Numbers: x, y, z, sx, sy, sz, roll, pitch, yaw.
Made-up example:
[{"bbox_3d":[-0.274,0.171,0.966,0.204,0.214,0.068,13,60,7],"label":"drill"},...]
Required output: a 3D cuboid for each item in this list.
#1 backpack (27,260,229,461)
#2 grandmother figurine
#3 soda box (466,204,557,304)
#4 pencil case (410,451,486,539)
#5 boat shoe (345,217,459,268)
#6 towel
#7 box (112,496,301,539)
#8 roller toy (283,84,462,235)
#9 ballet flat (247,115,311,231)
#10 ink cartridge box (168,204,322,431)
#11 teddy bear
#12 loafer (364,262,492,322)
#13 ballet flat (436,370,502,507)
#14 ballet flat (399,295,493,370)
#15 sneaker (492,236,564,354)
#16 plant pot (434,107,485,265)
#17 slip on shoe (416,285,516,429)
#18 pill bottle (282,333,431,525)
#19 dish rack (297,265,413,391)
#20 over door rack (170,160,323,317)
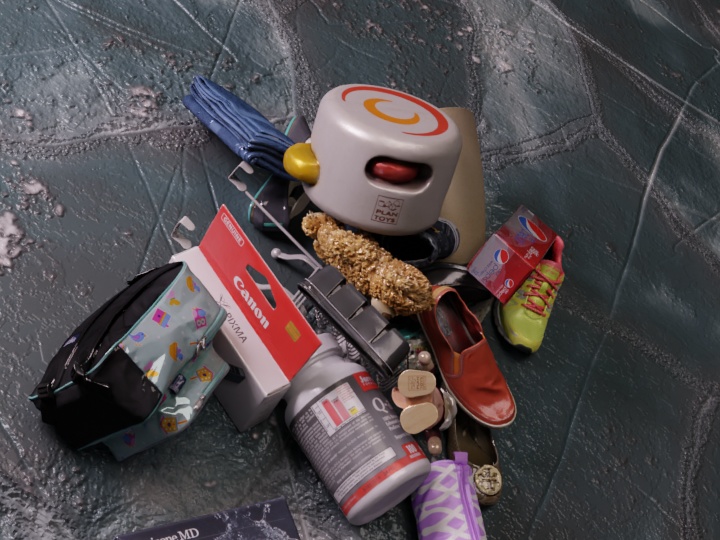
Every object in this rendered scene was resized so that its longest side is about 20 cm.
[{"bbox_3d":[-0.230,0.094,1.326,0.153,0.175,0.201,42,46,-18],"label":"backpack"},{"bbox_3d":[0.079,0.159,1.472,0.060,0.200,0.123,3,78,10],"label":"grandmother figurine"},{"bbox_3d":[0.201,-0.024,1.616,0.070,0.064,0.200,41,22,4],"label":"soda box"},{"bbox_3d":[0.113,0.320,1.428,0.083,0.086,0.202,5,54,-31],"label":"pencil case"},{"bbox_3d":[0.023,-0.048,1.589,0.198,0.072,0.091,7,13,24],"label":"boat shoe"},{"bbox_3d":[-0.147,-0.184,1.602,0.111,0.049,0.200,22,14,-42],"label":"towel"},{"bbox_3d":[-0.142,0.354,1.222,0.195,0.118,0.202,-6,59,-35],"label":"box"},{"bbox_3d":[0.023,-0.131,1.515,0.181,0.141,0.199,31,30,25],"label":"roller toy"},{"bbox_3d":[-0.086,-0.126,1.650,0.073,0.073,0.201,29,51,-9],"label":"ballet flat"},{"bbox_3d":[-0.146,0.056,1.401,0.044,0.177,0.201,-24,71,-39],"label":"ink cartridge box"},{"bbox_3d":[0.000,0.000,1.505,0.067,0.145,0.200,-42,70,-18],"label":"teddy bear"},{"bbox_3d":[0.076,0.036,1.601,0.197,0.073,0.073,-2,59,4],"label":"loafer"},{"bbox_3d":[0.141,0.199,1.562,0.067,0.046,0.202,7,54,-26],"label":"ballet flat"},{"bbox_3d":[0.109,0.083,1.629,0.199,0.075,0.065,-28,104,-38],"label":"ballet flat"},{"bbox_3d":[0.243,0.025,1.728,0.077,0.090,0.202,26,48,-14],"label":"sneaker"},{"bbox_3d":[0.095,-0.089,1.681,0.186,0.187,0.202,-7,75,-35],"label":"plant pot"},{"bbox_3d":[0.134,0.108,1.538,0.074,0.061,0.202,-29,91,-23],"label":"slip on shoe"},{"bbox_3d":[-0.017,0.180,1.428,0.115,0.116,0.201,-20,66,-40],"label":"pill bottle"},{"bbox_3d":[0.000,0.080,1.483,0.054,0.200,0.153,-40,74,-11],"label":"dish rack"},{"bbox_3d":[-0.137,-0.013,1.525,0.201,0.066,0.148,53,44,-15],"label":"over door rack"}]
